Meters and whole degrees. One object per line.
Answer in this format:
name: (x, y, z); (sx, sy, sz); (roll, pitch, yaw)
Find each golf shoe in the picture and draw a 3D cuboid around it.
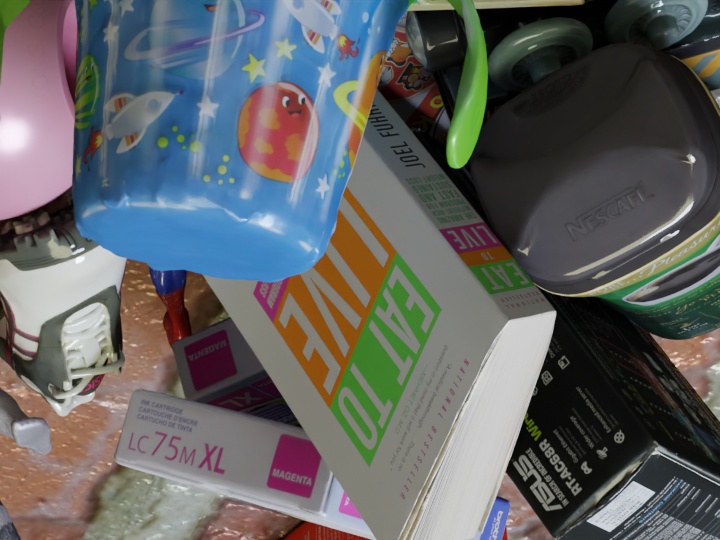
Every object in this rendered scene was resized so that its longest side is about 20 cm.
golf shoe: (-0.132, 0.012, 1.101); (0.077, 0.088, 0.200); (-26, 178, -16)

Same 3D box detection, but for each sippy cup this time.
sippy cup: (-0.052, -0.069, 0.899); (0.177, 0.131, 0.139); (-7, 158, 45)

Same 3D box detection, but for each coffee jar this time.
coffee jar: (0.124, -0.031, 1.009); (0.104, 0.086, 0.200); (-30, 161, 17)

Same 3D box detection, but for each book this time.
book: (0.000, 0.000, 0.997); (0.048, 0.200, 0.134); (-10, 136, -33)

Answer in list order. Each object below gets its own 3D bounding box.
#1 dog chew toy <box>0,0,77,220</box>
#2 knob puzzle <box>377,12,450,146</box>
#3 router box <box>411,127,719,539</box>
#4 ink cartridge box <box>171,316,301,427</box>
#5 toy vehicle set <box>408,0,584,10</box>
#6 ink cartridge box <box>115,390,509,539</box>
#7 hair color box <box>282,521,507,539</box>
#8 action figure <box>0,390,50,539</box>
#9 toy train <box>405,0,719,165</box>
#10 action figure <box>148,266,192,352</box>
dog chew toy: (-0.210, -0.079, 1.028); (0.199, 0.125, 0.125); (-6, 140, 16)
knob puzzle: (0.018, -0.068, 1.108); (0.218, 0.031, 0.221); (-13, 135, -13)
router box: (0.088, 0.042, 1.056); (0.062, 0.200, 0.150); (-44, 146, 13)
ink cartridge box: (0.007, 0.054, 1.210); (0.119, 0.042, 0.200); (-24, 156, 20)
toy vehicle set: (-0.022, -0.138, 0.933); (0.199, 0.027, 0.124); (1, 163, 25)
ink cartridge box: (-0.011, 0.103, 1.130); (0.119, 0.042, 0.200); (12, 170, 32)
hair color box: (-0.011, 0.201, 1.408); (0.101, 0.062, 0.200); (26, 131, -30)
action figure: (-0.246, 0.082, 1.148); (0.200, 0.194, 0.104); (-50, 136, 9)
toy train: (0.115, -0.112, 1.024); (0.199, 0.086, 0.114); (-17, 153, -6)
action figure: (-0.090, -0.047, 1.121); (0.065, 0.052, 0.201); (-11, 136, 1)
